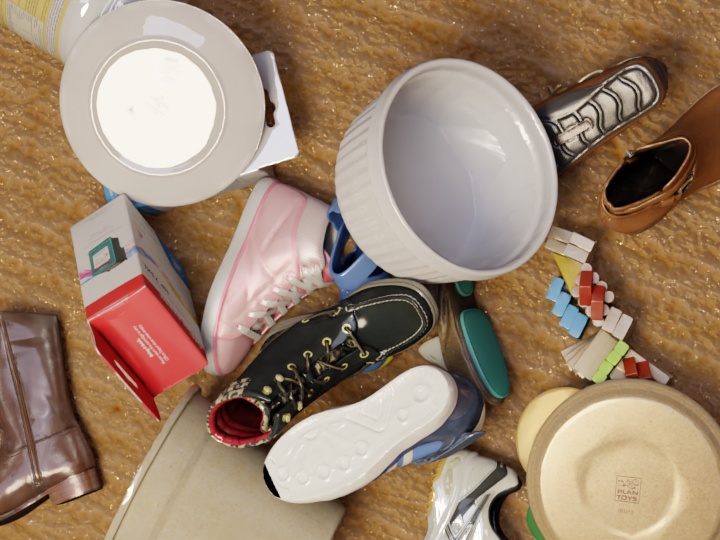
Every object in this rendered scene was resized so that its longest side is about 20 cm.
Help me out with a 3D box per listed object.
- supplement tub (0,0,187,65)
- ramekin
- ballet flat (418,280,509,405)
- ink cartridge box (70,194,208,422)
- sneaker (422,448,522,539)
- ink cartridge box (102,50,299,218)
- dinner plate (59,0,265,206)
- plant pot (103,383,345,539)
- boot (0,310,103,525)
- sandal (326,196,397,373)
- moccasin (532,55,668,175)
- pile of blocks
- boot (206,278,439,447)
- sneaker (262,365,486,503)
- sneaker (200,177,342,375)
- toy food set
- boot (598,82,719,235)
[{"bbox_3d":[-0.286,-0.284,1.741,0.200,0.145,0.146,33,91,14],"label":"supplement tub"},{"bbox_3d":[0.070,-0.082,1.590,0.105,0.200,0.201,-21,76,54],"label":"ramekin"},{"bbox_3d":[0.081,0.041,1.671,0.072,0.068,0.201,-24,78,29],"label":"ballet flat"},{"bbox_3d":[-0.207,0.034,1.652,0.067,0.116,0.200,-31,38,6],"label":"ink cartridge box"},{"bbox_3d":[0.096,0.269,1.631,0.087,0.076,0.201,13,87,14],"label":"sneaker"},{"bbox_3d":[-0.159,-0.132,1.735,0.199,0.068,0.116,-16,82,10],"label":"ink cartridge box"},{"bbox_3d":[-0.190,-0.156,1.666,0.199,0.024,0.201,1,106,4],"label":"dinner plate"},{"bbox_3d":[-0.121,0.238,1.637,0.183,0.200,0.201,28,90,2],"label":"plant pot"},{"bbox_3d":[-0.366,0.150,1.751,0.186,0.064,0.201,-19,83,-4],"label":"boot"},{"bbox_3d":[0.000,0.000,1.657,0.079,0.087,0.201,12,104,39],"label":"sandal"},{"bbox_3d":[0.199,-0.143,1.657,0.201,0.078,0.074,-36,93,25],"label":"moccasin"},{"bbox_3d":[0.216,0.049,1.636,0.082,0.062,0.200,-30,78,8],"label":"pile of blocks"},{"bbox_3d":[-0.035,0.087,1.579,0.203,0.154,0.074,-20,108,36],"label":"boot"},{"bbox_3d":[0.023,0.160,1.604,0.200,0.146,0.081,-32,66,11],"label":"sneaker"},{"bbox_3d":[-0.080,0.016,1.697,0.104,0.075,0.201,18,84,19],"label":"sneaker"},{"bbox_3d":[0.245,0.196,1.605,0.199,0.049,0.199,-10,94,14],"label":"toy food set"},{"bbox_3d":[0.292,-0.113,1.589,0.200,0.155,0.077,-38,77,6],"label":"boot"}]
